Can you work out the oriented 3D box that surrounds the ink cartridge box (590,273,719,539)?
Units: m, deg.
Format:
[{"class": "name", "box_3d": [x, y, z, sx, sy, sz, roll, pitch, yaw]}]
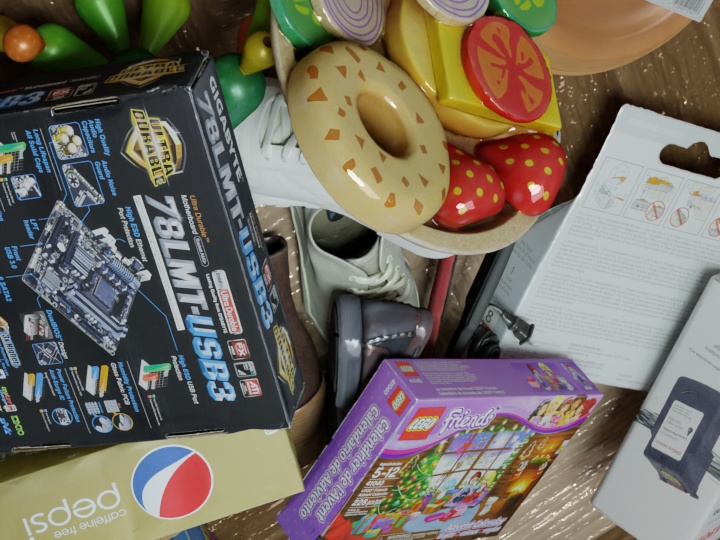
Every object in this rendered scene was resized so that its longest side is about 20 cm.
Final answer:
[{"class": "ink cartridge box", "box_3d": [0.269, 0.098, 1.195, 0.144, 0.084, 0.201, -14, 134, -54]}]

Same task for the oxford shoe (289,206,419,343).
[{"class": "oxford shoe", "box_3d": [0.000, 0.000, 1.032, 0.075, 0.058, 0.201, -28, 134, -13]}]

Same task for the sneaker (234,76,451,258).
[{"class": "sneaker", "box_3d": [-0.013, -0.069, 0.918, 0.198, 0.080, 0.077, 15, 79, -9]}]

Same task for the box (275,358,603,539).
[{"class": "box", "box_3d": [0.055, 0.119, 1.061, 0.199, 0.039, 0.137, 3, 127, -48]}]

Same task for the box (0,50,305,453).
[{"class": "box", "box_3d": [-0.147, -0.001, 0.844, 0.196, 0.050, 0.201, -8, 120, 14]}]

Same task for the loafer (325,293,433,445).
[{"class": "loafer", "box_3d": [0.010, 0.087, 1.059, 0.062, 0.072, 0.201, -2, 145, -5]}]

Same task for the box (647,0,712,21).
[{"class": "box", "box_3d": [0.124, -0.190, 0.921, 0.199, 0.039, 0.042, 13, 115, -34]}]

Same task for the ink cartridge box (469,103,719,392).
[{"class": "ink cartridge box", "box_3d": [0.180, -0.017, 1.127, 0.161, 0.050, 0.201, 11, 112, -33]}]

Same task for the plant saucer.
[{"class": "plant saucer", "box_3d": [0.154, -0.203, 0.979, 0.198, 0.038, 0.202, -14, 128, -18]}]

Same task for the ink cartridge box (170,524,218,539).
[{"class": "ink cartridge box", "box_3d": [-0.118, 0.274, 1.072, 0.136, 0.200, 0.076, -36, 132, 0]}]

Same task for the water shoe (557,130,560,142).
[{"class": "water shoe", "box_3d": [0.057, -0.120, 0.958, 0.199, 0.072, 0.079, 18, 122, -36]}]

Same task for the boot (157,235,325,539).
[{"class": "boot", "box_3d": [-0.120, 0.077, 1.027, 0.198, 0.072, 0.168, -22, 123, -15]}]

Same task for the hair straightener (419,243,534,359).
[{"class": "hair straightener", "box_3d": [0.076, 0.048, 1.074, 0.076, 0.041, 0.202, 12, 115, -3]}]

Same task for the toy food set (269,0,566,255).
[{"class": "toy food set", "box_3d": [0.033, -0.104, 0.847, 0.199, 0.200, 0.049, 9, 154, -38]}]

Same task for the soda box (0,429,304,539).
[{"class": "soda box", "box_3d": [-0.136, 0.113, 0.922, 0.198, 0.068, 0.065, -18, 112, -2]}]

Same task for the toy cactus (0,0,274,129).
[{"class": "toy cactus", "box_3d": [-0.106, -0.080, 0.863, 0.198, 0.102, 0.166, -23, 93, 0]}]
